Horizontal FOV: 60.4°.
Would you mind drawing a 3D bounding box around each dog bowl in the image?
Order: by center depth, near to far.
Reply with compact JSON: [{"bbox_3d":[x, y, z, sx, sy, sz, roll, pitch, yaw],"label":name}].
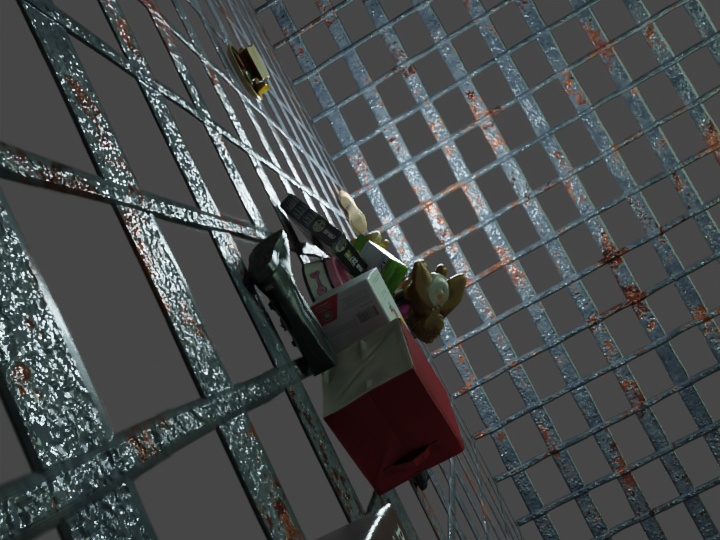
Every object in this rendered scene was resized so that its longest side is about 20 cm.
[{"bbox_3d":[-0.050,0.059,1.359,0.202,0.073,0.200,60,8,-13],"label":"dog bowl"}]

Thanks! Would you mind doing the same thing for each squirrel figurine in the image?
[{"bbox_3d":[0.149,0.076,1.514,0.186,0.139,0.205,-178,-85,-70],"label":"squirrel figurine"}]

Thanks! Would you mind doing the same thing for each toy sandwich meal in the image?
[{"bbox_3d":[-0.331,-0.612,1.876,0.208,0.069,0.205,61,7,-12],"label":"toy sandwich meal"}]

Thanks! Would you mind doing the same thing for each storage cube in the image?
[{"bbox_3d":[0.047,0.222,1.042,0.181,0.169,0.201,57,9,-22],"label":"storage cube"}]

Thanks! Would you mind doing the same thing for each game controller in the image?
[{"bbox_3d":[0.087,0.377,1.330,0.202,0.042,0.104,61,-7,-18],"label":"game controller"}]

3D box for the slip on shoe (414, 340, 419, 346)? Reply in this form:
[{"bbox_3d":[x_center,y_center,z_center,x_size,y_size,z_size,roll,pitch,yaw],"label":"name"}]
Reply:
[{"bbox_3d":[0.105,0.179,1.445,0.060,0.077,0.202,5,42,-28],"label":"slip on shoe"}]

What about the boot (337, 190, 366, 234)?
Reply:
[{"bbox_3d":[-0.042,-0.264,2.759,0.201,0.076,0.156,53,5,-18],"label":"boot"}]

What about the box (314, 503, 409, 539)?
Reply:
[{"bbox_3d":[-0.031,0.257,0.328,0.168,0.162,0.200,63,7,11],"label":"box"}]

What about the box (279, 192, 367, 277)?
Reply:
[{"bbox_3d":[-0.085,-0.081,1.449,0.199,0.049,0.162,39,-9,33],"label":"box"}]

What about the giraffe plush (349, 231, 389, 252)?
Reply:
[{"bbox_3d":[0.025,0.006,1.758,0.199,0.170,0.165,16,50,-64],"label":"giraffe plush"}]

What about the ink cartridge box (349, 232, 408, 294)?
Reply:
[{"bbox_3d":[0.000,0.000,1.523,0.199,0.149,0.075,38,8,41],"label":"ink cartridge box"}]

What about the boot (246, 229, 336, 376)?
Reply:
[{"bbox_3d":[-0.104,0.050,1.007,0.202,0.065,0.166,56,17,-21],"label":"boot"}]

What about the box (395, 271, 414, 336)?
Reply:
[{"bbox_3d":[0.100,0.121,1.706,0.133,0.197,0.116,56,9,-37],"label":"box"}]

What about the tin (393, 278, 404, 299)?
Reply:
[{"bbox_3d":[0.035,0.053,1.622,0.112,0.200,0.042,39,-38,12],"label":"tin"}]

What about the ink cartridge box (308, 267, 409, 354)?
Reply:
[{"bbox_3d":[0.010,0.121,1.216,0.203,0.143,0.083,62,20,-8],"label":"ink cartridge box"}]
